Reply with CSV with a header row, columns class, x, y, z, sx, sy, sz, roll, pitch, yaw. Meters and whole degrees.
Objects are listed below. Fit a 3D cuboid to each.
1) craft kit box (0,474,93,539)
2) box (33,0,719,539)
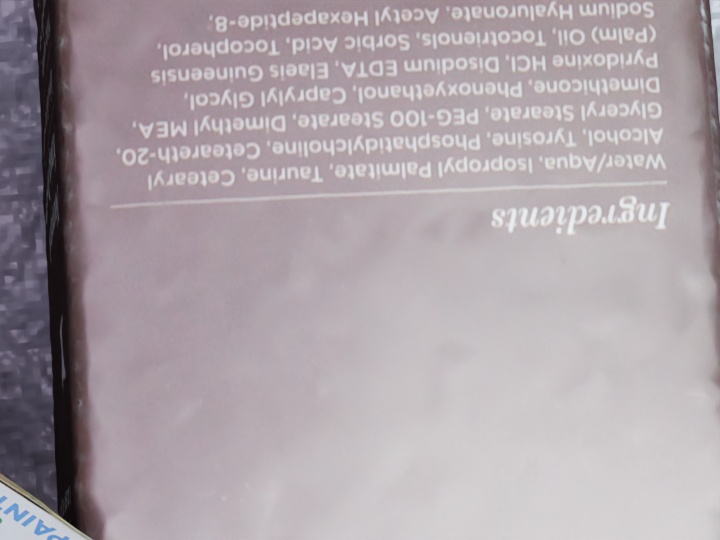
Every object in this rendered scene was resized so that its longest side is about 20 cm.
class,x,y,z,sx,sy,sz,roll,pitch,yaw
craft kit box,-0.123,0.120,0.724,0.197,0.200,0.048,32,41,21
box,0.000,0.000,0.789,0.164,0.166,0.201,-2,81,-7
